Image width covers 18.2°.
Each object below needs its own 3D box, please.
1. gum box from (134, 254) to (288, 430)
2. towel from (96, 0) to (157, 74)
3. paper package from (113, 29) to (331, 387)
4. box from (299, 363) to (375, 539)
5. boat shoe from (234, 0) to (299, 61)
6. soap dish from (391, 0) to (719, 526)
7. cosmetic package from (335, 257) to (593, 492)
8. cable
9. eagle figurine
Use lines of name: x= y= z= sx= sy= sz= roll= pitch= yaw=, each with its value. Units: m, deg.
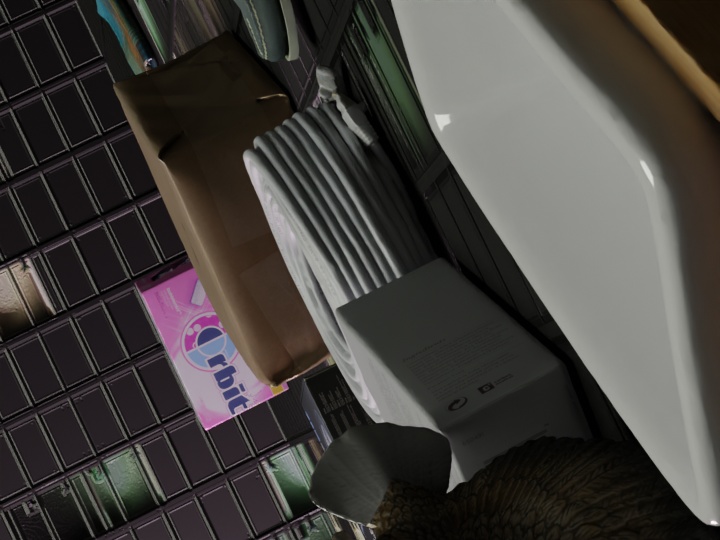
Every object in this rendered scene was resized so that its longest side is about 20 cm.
gum box: x=-0.181 y=0.073 z=2.693 sx=0.201 sy=0.113 sz=0.066 roll=66 pitch=172 yaw=-15
towel: x=-0.262 y=-0.264 z=2.500 sx=0.201 sy=0.022 sz=0.147 roll=60 pitch=172 yaw=29
paper package: x=-0.087 y=-0.049 z=1.661 sx=0.201 sy=0.103 sz=0.191 roll=67 pitch=172 yaw=-27
box: x=0.009 y=0.185 z=2.000 sx=0.201 sy=0.043 sz=0.160 roll=64 pitch=173 yaw=7
boat shoe: x=-0.096 y=-0.210 z=1.334 sx=0.201 sy=0.061 sz=0.073 roll=66 pitch=172 yaw=-13
soap dish: x=0.076 y=-0.047 z=0.591 sx=0.200 sy=0.081 sz=0.158 roll=57 pitch=170 yaw=43
cosmetic package: x=0.059 y=0.074 z=1.156 sx=0.102 sy=0.071 sz=0.200 roll=66 pitch=172 yaw=-21
cable: x=0.000 y=0.000 z=1.333 sx=0.201 sy=0.069 sz=0.200 roll=62 pitch=172 yaw=17
eagle figurine: x=0.050 y=0.139 z=0.970 sx=0.200 sy=0.150 sz=0.153 roll=132 pitch=157 yaw=-72
